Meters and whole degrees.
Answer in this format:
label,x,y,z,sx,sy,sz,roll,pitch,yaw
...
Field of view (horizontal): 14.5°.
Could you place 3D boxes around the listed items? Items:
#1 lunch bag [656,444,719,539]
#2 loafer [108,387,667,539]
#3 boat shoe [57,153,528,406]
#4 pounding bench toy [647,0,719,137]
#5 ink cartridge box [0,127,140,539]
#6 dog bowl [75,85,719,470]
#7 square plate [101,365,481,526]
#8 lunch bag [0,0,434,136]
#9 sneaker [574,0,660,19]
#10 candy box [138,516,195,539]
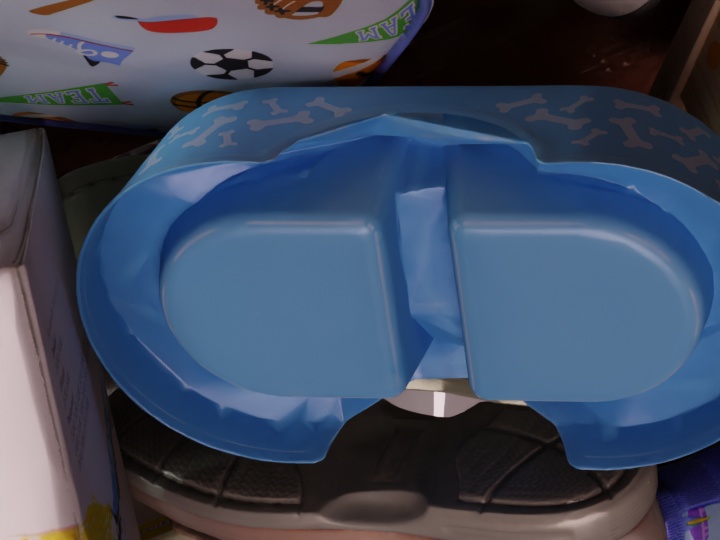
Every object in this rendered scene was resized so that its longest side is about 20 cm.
label,x,y,z,sx,sy,sz,roll,pitch,yaw
lunch bag,0.137,0.113,0.955,0.150,0.094,0.200,-14,142,-28
loafer,0.003,0.076,0.891,0.199,0.072,0.063,6,129,31
boat shoe,0.000,0.000,0.881,0.200,0.061,0.072,10,107,5
pounding bench toy,0.169,-0.010,0.836,0.124,0.156,0.200,4,133,-21
ink cartridge box,-0.141,0.082,0.807,0.146,0.146,0.201,-11,108,0
dog bowl,0.022,-0.001,0.800,0.199,0.050,0.112,1,130,12
square plate,-0.038,0.082,0.986,0.197,0.028,0.201,-4,117,-6
lunch bag,-0.085,-0.090,0.799,0.199,0.076,0.160,7,161,-16
sneaker,0.072,-0.161,0.775,0.115,0.076,0.200,22,129,-14
candy box,-0.015,0.169,0.974,0.102,0.026,0.201,-21,104,10
